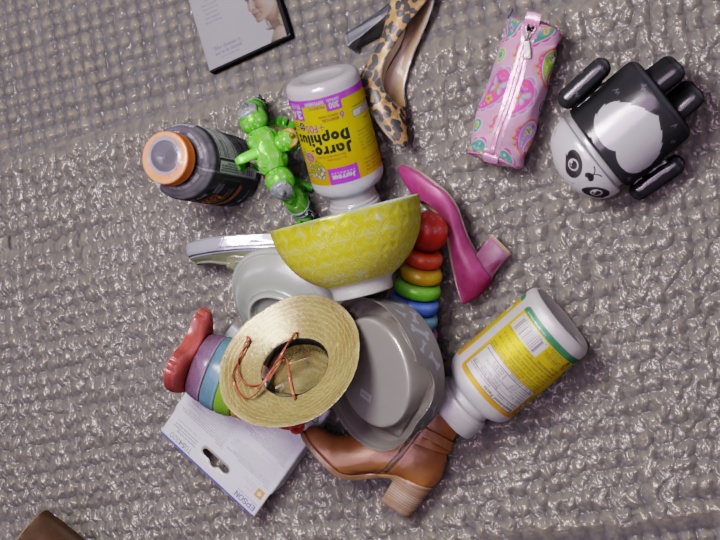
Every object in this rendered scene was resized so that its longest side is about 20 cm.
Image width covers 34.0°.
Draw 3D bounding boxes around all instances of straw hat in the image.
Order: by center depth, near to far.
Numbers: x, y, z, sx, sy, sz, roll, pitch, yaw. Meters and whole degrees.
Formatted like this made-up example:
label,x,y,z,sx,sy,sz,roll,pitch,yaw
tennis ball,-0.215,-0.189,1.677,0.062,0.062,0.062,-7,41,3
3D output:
label,x,y,z,sx,sy,sz,roll,pitch,yaw
straw hat,-0.079,0.135,1.553,0.198,0.085,0.203,-11,56,17

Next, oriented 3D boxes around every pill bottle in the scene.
label,x,y,z,sx,sy,sz,roll,pitch,yaw
pill bottle,0.190,0.126,1.544,0.200,0.113,0.113,-42,76,14
pill bottle,-0.029,-0.170,1.608,0.103,0.104,0.202,-8,113,20
pill bottle,-0.227,-0.149,1.657,0.105,0.200,0.108,0,89,20

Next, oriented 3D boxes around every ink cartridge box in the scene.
label,x,y,z,sx,sy,sz,roll,pitch,yaw
ink cartridge box,-0.164,0.216,1.712,0.196,0.043,0.201,39,102,15

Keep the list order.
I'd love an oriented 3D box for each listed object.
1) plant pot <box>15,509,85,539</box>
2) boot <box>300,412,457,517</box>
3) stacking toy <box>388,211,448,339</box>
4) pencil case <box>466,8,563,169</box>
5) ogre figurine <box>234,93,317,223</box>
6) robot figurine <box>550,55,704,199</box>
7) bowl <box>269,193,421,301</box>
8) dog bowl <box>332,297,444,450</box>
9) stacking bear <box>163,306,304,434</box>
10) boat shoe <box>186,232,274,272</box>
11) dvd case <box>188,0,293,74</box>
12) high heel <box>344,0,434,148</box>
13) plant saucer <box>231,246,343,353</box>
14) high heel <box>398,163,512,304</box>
label,x,y,z,sx,sy,sz,roll,pitch,yaw
plant pot,-0.429,0.487,1.750,0.198,0.187,0.189,27,98,4
boot,0.030,0.224,1.624,0.198,0.074,0.156,30,98,3
stacking toy,0.077,0.018,1.582,0.084,0.085,0.203,16,107,20
pencil case,0.205,-0.237,1.560,0.087,0.087,0.203,20,97,19
ogre figurine,-0.123,-0.159,1.657,0.097,0.120,0.203,-6,86,9
robot figurine,0.334,-0.180,1.488,0.199,0.124,0.151,-39,64,15
bowl,-0.008,-0.023,1.503,0.198,0.200,0.109,-13,93,20
dog bowl,0.031,0.129,1.539,0.199,0.058,0.203,16,112,48
stacking bear,-0.157,0.156,1.635,0.198,0.114,0.122,23,59,7
boat shoe,-0.160,-0.020,1.700,0.197,0.072,0.063,-4,88,18
dvd case,-0.188,-0.411,1.744,0.141,0.018,0.203,-20,82,20
high heel,0.065,-0.281,1.616,0.142,0.071,0.202,-28,71,24
plant saucer,-0.100,0.062,1.629,0.198,0.050,0.202,17,133,19
high heel,0.106,-0.052,1.604,0.200,0.067,0.096,43,93,2
